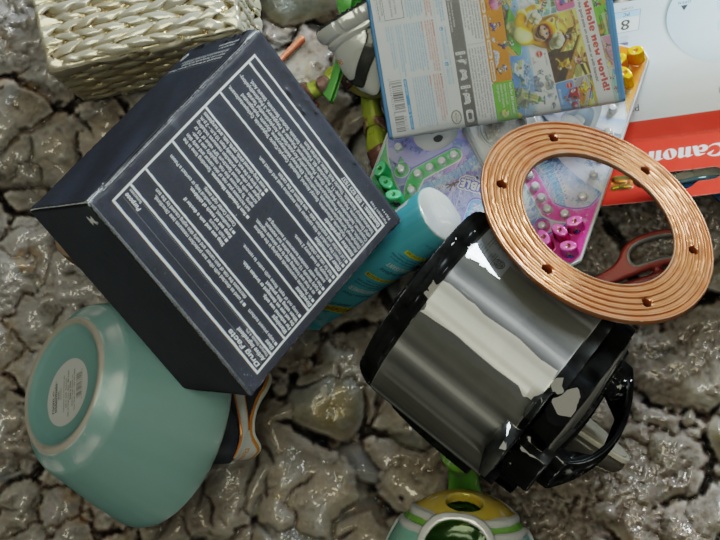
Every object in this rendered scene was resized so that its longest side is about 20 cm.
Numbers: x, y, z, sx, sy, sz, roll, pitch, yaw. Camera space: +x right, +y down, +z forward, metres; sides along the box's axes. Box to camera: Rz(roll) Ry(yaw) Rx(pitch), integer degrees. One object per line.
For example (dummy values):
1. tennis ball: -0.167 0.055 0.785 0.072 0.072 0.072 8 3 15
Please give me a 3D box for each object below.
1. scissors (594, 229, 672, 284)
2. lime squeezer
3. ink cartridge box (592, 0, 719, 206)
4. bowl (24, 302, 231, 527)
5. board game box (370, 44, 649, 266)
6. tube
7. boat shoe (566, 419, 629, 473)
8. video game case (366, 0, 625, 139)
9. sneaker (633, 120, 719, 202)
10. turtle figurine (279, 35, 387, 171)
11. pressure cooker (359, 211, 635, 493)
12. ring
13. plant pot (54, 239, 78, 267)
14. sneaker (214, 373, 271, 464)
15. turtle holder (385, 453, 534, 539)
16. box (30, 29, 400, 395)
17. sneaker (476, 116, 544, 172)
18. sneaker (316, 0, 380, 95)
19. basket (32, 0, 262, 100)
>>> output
1. scissors: 0.203 0.014 1.370 0.198 0.014 0.074 -11 82 7
2. lime squeezer: 0.023 -0.242 1.361 0.200 0.038 0.071 -43 53 3
3. ink cartridge box: 0.273 -0.152 1.307 0.159 0.047 0.201 -6 51 25
4. bowl: -0.209 0.107 1.310 0.200 0.105 0.203 -23 57 41
5. board game box: 0.121 -0.123 1.317 0.198 0.026 0.202 16 76 19
6. tube: 0.000 0.000 1.316 0.200 0.077 0.051 -35 53 36
7. boat shoe: 0.136 0.125 1.337 0.199 0.067 0.057 33 102 16
8. video game case: 0.109 -0.194 1.275 0.198 0.018 0.145 -9 101 6
9. sneaker: 0.296 -0.084 1.337 0.198 0.090 0.079 -2 55 27
10. turtle figurine: 0.024 -0.177 1.398 0.199 0.064 0.162 -27 78 3
11. pressure cooker: 0.119 0.075 1.217 0.199 0.179 0.176 37 84 8
12. ring: 0.183 -0.037 1.209 0.198 0.019 0.202 12 48 -14
13. plant pot: -0.169 -0.067 1.370 0.093 0.201 0.201 42 88 -28
14. sneaker: -0.129 0.077 1.375 0.078 0.079 0.202 -32 53 44
15. turtle holder: 0.090 0.236 1.281 0.140 0.132 0.186 30 74 17
16. box: -0.112 -0.043 1.213 0.199 0.123 0.200 -49 114 -26
17. sneaker: 0.122 -0.044 1.355 0.075 0.076 0.202 18 81 13
18. sneaker: 0.064 -0.221 1.318 0.199 0.074 0.080 -29 97 10
19. basket: -0.189 -0.240 1.404 0.198 0.136 0.125 -12 81 6
